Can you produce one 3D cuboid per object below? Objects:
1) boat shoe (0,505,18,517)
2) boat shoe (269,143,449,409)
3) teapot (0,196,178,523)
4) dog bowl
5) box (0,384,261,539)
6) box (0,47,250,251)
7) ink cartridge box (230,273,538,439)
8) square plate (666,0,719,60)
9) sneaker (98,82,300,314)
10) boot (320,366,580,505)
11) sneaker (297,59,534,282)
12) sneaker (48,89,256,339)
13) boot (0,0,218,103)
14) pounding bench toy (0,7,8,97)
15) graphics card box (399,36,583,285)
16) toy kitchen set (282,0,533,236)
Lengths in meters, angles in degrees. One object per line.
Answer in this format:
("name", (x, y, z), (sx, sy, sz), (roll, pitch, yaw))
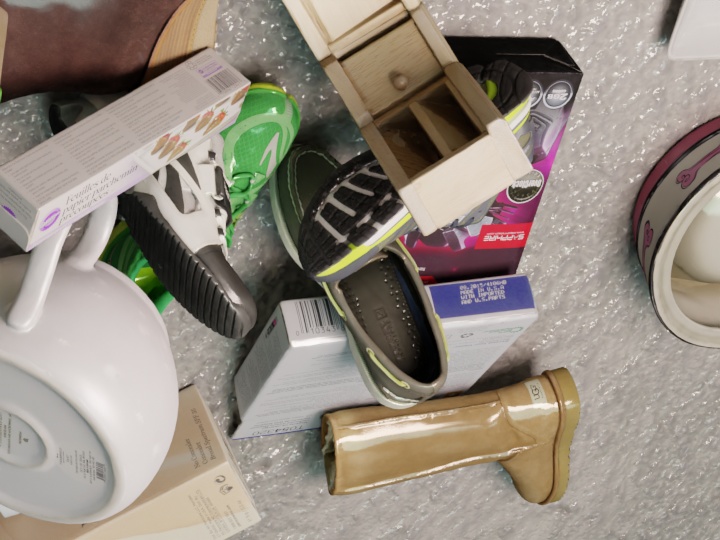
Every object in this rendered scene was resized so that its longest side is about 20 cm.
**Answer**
("boat shoe", (-0.250, 0.089, 1.509), (0.091, 0.071, 0.201), (-28, 139, -7))
("boat shoe", (0.003, -0.001, 1.474), (0.072, 0.203, 0.060), (-27, 180, -21))
("teapot", (-0.194, 0.055, 1.388), (0.199, 0.146, 0.198), (-17, 122, 43))
("dog bowl", (0.300, -0.038, 1.654), (0.199, 0.074, 0.201), (-13, 132, -15))
("box", (-0.187, 0.181, 1.595), (0.199, 0.095, 0.078), (-28, 134, -3))
("box", (-0.146, -0.077, 1.305), (0.200, 0.041, 0.039), (-38, 161, -43))
("ink cartridge box", (0.010, 0.065, 1.604), (0.195, 0.044, 0.200), (-7, 160, -21))
("square plate", (0.324, -0.243, 1.522), (0.197, 0.029, 0.201), (-5, 129, -22))
("sneaker", (-0.102, -0.040, 1.452), (0.074, 0.084, 0.200), (23, 115, -38))
("boot", (0.067, 0.147, 1.703), (0.199, 0.066, 0.176), (-12, 142, -11))
("sneaker", (0.046, -0.051, 1.431), (0.200, 0.074, 0.081), (-37, 133, -11))
("sneaker", (-0.111, -0.050, 1.369), (0.088, 0.200, 0.074), (-30, 163, -23))
("boot", (-0.167, -0.186, 1.303), (0.165, 0.073, 0.201), (-12, 136, -19))
("pounding bench toy", (-0.267, -0.095, 1.255), (0.200, 0.125, 0.156), (34, 118, -28))
("graphics card box", (0.072, -0.072, 1.532), (0.125, 0.051, 0.201), (-1, 126, -24))
("toy kitchen set", (0.041, -0.174, 1.318), (0.163, 0.181, 0.200), (-32, 119, 2))
